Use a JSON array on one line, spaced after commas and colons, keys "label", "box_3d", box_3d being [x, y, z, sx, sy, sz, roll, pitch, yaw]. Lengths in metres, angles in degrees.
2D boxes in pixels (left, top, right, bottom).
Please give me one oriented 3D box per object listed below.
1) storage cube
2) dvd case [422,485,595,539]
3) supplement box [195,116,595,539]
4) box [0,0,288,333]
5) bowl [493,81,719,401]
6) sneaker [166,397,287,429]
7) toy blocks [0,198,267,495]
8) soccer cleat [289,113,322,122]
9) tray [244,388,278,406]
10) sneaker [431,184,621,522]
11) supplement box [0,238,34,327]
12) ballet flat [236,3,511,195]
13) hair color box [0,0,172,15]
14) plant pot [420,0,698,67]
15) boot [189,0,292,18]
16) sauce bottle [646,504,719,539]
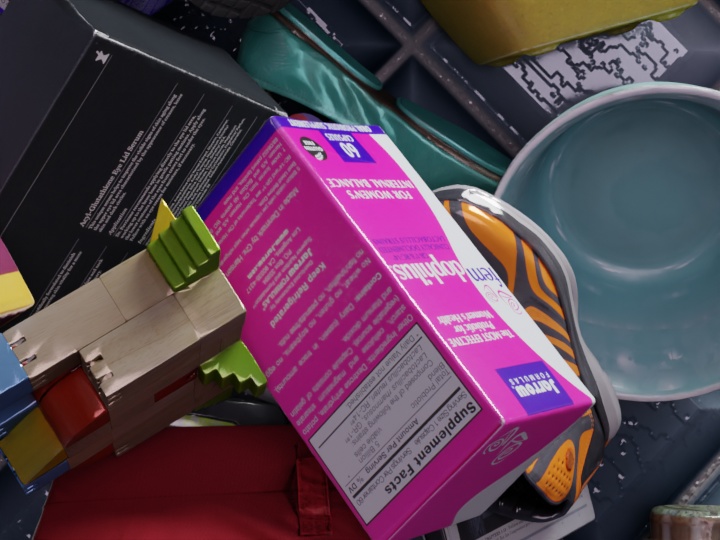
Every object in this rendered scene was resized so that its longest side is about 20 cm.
[{"label": "storage cube", "box_3d": [-0.079, 0.195, 0.770, 0.178, 0.171, 0.202, -2, 109, -3]}, {"label": "dvd case", "box_3d": [0.072, 0.073, 0.853, 0.150, 0.025, 0.202, -13, 89, -49]}, {"label": "supplement box", "box_3d": [0.009, 0.027, 0.732, 0.103, 0.101, 0.201, -47, 67, 26]}, {"label": "box", "box_3d": [-0.154, -0.039, 0.751, 0.079, 0.141, 0.201, 46, 107, 34]}, {"label": "bowl", "box_3d": [0.175, -0.033, 0.860, 0.199, 0.105, 0.202, 3, 117, 6]}, {"label": "sneaker", "box_3d": [-0.137, 0.112, 0.850, 0.198, 0.072, 0.084, 7, 87, -5]}, {"label": "toy blocks", "box_3d": [-0.131, 0.055, 0.708, 0.136, 0.200, 0.100, -31, 79, -16]}, {"label": "soccer cleat", "box_3d": [0.000, 0.000, 0.865, 0.076, 0.067, 0.202, -13, 82, -34]}, {"label": "tray", "box_3d": [-0.004, 0.048, 0.896, 0.199, 0.022, 0.108, 23, 84, -4]}, {"label": "sneaker", "box_3d": [0.079, 0.056, 0.789, 0.201, 0.077, 0.112, 56, 43, -20]}, {"label": "supplement box", "box_3d": [-0.264, -0.033, 0.648, 0.130, 0.103, 0.201, -32, 87, 17]}, {"label": "ballet flat", "box_3d": [0.006, -0.089, 0.896, 0.199, 0.067, 0.071, 35, 106, -2]}, {"label": "hair color box", "box_3d": [-0.141, -0.209, 0.828, 0.109, 0.065, 0.200, 42, 41, -2]}, {"label": "plant pot", "box_3d": [0.110, -0.235, 0.857, 0.194, 0.194, 0.202, -15, 96, -8]}, {"label": "boot", "box_3d": [-0.118, -0.207, 0.752, 0.070, 0.199, 0.132, -52, 57, 25]}, {"label": "sauce bottle", "box_3d": [0.209, 0.248, 0.881, 0.064, 0.065, 0.202, 2, 83, -6]}]
